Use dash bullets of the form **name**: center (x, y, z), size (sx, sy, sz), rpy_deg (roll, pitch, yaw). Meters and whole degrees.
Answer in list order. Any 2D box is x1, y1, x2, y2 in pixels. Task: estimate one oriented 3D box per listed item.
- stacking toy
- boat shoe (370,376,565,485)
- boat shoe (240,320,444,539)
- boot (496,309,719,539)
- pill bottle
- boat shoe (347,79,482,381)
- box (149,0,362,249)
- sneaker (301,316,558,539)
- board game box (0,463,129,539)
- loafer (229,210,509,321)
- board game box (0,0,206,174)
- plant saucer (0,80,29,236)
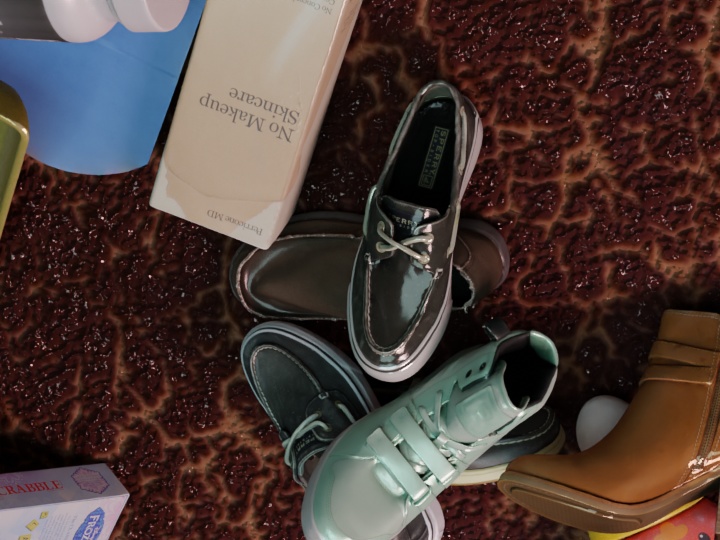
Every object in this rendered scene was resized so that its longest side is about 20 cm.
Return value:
- **stacking toy**: center (0.202, 0.182, 1.440), size (0.146, 0.146, 0.200), rpy_deg (-29, 87, 22)
- **boat shoe**: center (0.043, 0.109, 1.461), size (0.200, 0.073, 0.065), rpy_deg (-4, 116, 15)
- **boat shoe**: center (-0.019, 0.117, 1.417), size (0.200, 0.071, 0.072), rpy_deg (49, 115, 12)
- **boot**: center (0.196, 0.099, 1.385), size (0.199, 0.074, 0.155), rpy_deg (8, 72, -1)
- **pill bottle**: center (-0.215, -0.207, 1.332), size (0.200, 0.116, 0.116), rpy_deg (4, 113, 17)
- **boat shoe**: center (0.031, -0.028, 1.361), size (0.071, 0.064, 0.200), rpy_deg (11, 82, 13)
- **box**: center (-0.067, -0.127, 1.386), size (0.095, 0.078, 0.200), rpy_deg (19, 115, 4)
- **sneaker**: center (0.046, 0.106, 1.346), size (0.074, 0.200, 0.118), rpy_deg (48, 153, -2)
- **board game box**: center (-0.294, 0.238, 1.539), size (0.041, 0.199, 0.200), rpy_deg (46, 121, 35)
- **loafer**: center (0.000, 0.000, 1.426), size (0.200, 0.071, 0.073), rpy_deg (-6, 110, 16)
- **board game box**: center (-0.187, -0.169, 1.422), size (0.158, 0.039, 0.200), rpy_deg (26, 113, 9)
- **plant saucer**: center (-0.321, -0.106, 1.439), size (0.200, 0.048, 0.200), rpy_deg (30, 145, -1)
